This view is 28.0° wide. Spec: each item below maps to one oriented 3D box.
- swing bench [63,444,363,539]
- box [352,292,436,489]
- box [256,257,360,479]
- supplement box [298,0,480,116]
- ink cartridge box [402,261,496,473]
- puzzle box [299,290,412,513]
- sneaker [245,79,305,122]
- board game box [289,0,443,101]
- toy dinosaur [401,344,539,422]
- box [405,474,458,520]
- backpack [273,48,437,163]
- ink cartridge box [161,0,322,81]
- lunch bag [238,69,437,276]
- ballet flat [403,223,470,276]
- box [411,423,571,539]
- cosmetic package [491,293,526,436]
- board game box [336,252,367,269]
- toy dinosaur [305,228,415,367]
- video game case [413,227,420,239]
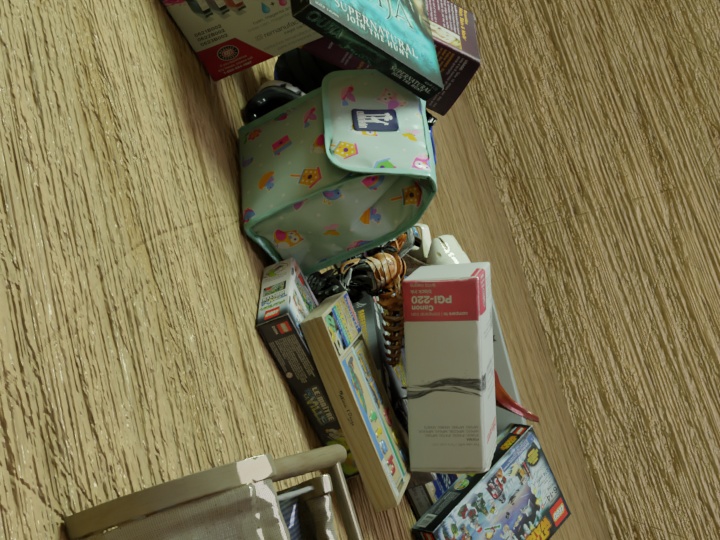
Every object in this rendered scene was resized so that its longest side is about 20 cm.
[{"bbox_3d":[-0.065,0.225,0.906,0.200,0.129,0.200,16,55,-74],"label":"swing bench"},{"bbox_3d":[0.027,0.128,1.656,0.200,0.048,0.159,-97,162,-46],"label":"box"},{"bbox_3d":[-0.042,0.098,1.434,0.110,0.035,0.201,-88,155,-61],"label":"box"},{"bbox_3d":[0.029,-0.272,1.623,0.199,0.086,0.111,23,36,-20],"label":"supplement box"},{"bbox_3d":[0.095,0.099,1.509,0.146,0.084,0.201,-30,117,-79],"label":"ink cartridge box"},{"bbox_3d":[0.000,0.127,1.429,0.133,0.025,0.201,-48,117,-77],"label":"puzzle box"},{"bbox_3d":[-0.041,-0.151,1.580,0.090,0.199,0.067,-39,147,-64],"label":"sneaker"},{"bbox_3d":[0.001,-0.264,1.420,0.200,0.028,0.136,25,46,-44],"label":"board game box"},{"bbox_3d":[0.118,0.099,1.662,0.105,0.199,0.182,-120,-149,-43],"label":"toy dinosaur"},{"bbox_3d":[0.091,0.257,1.767,0.200,0.032,0.122,-78,146,-70],"label":"box"},{"bbox_3d":[-0.018,-0.184,1.729,0.168,0.162,0.201,91,-24,-65],"label":"backpack"},{"bbox_3d":[-0.135,-0.329,1.466,0.200,0.145,0.145,57,19,-44],"label":"ink cartridge box"},{"bbox_3d":[-0.018,-0.107,1.467,0.122,0.199,0.171,49,23,-39],"label":"lunch bag"},{"bbox_3d":[0.078,-0.015,1.677,0.068,0.200,0.068,-6,113,-41],"label":"ballet flat"},{"bbox_3d":[0.158,0.294,1.697,0.200,0.040,0.137,-41,117,-33],"label":"box"},{"bbox_3d":[0.130,0.119,1.776,0.081,0.112,0.201,-71,145,-79],"label":"cosmetic package"},{"bbox_3d":[0.016,-0.012,1.849,0.200,0.041,0.200,-92,158,-56],"label":"board game box"},{"bbox_3d":[0.000,0.000,1.539,0.102,0.135,0.201,53,20,-55],"label":"toy dinosaur"},{"bbox_3d":[0.033,-0.092,1.854,0.200,0.018,0.143,61,-2,27],"label":"video game case"}]
